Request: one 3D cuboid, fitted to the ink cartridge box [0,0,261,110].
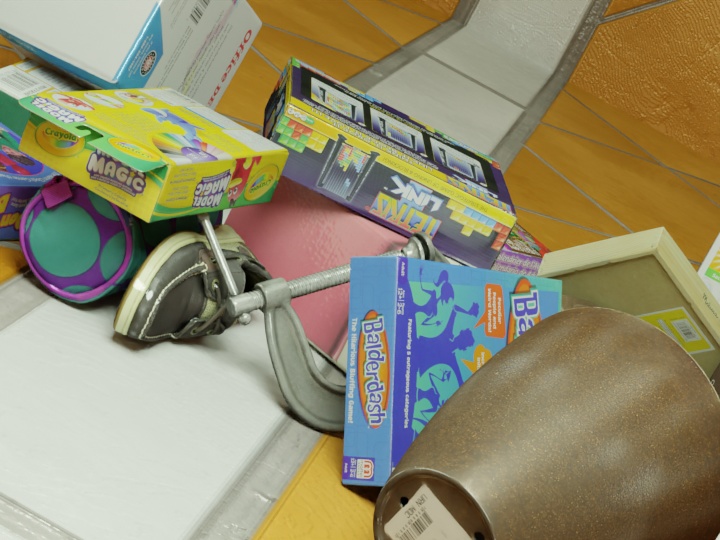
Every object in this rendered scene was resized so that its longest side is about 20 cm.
[{"bbox_3d":[-0.203,-0.219,1.653,0.146,0.147,0.200,27,-7,18],"label":"ink cartridge box"}]

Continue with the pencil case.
[{"bbox_3d":[-0.169,-0.037,1.371,0.085,0.093,0.200,-10,5,16],"label":"pencil case"}]

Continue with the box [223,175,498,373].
[{"bbox_3d":[0.000,0.000,1.501,0.200,0.109,0.128,37,18,32],"label":"box"}]

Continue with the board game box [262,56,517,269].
[{"bbox_3d":[0.020,-0.086,1.500,0.199,0.057,0.165,26,18,-9],"label":"board game box"}]

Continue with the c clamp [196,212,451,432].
[{"bbox_3d":[-0.003,0.024,1.339,0.199,0.027,0.172,-10,79,-29],"label":"c clamp"}]

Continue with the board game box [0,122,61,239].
[{"bbox_3d":[-0.306,-0.075,1.341,0.134,0.045,0.200,35,17,23],"label":"board game box"}]

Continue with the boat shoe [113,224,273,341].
[{"bbox_3d":[-0.111,0.013,1.341,0.065,0.073,0.200,31,21,9],"label":"boat shoe"}]

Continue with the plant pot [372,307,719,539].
[{"bbox_3d":[0.103,0.137,1.171,0.187,0.188,0.200,36,33,27],"label":"plant pot"}]

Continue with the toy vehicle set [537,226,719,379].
[{"bbox_3d":[0.256,0.050,1.633,0.200,0.124,0.027,50,47,-29],"label":"toy vehicle set"}]

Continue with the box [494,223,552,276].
[{"bbox_3d":[0.107,-0.050,1.963,0.136,0.039,0.200,12,22,-43],"label":"box"}]

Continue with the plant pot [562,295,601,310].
[{"bbox_3d":[0.185,0.084,1.579,0.200,0.093,0.201,25,16,-7],"label":"plant pot"}]

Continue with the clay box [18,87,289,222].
[{"bbox_3d":[-0.147,-0.082,1.306,0.115,0.048,0.200,28,18,20],"label":"clay box"}]

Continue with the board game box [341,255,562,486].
[{"bbox_3d":[0.068,0.074,1.311,0.045,0.153,0.200,-2,-5,38],"label":"board game box"}]

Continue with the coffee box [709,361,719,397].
[{"bbox_3d":[0.377,0.165,1.608,0.199,0.115,0.080,22,17,-16],"label":"coffee box"}]

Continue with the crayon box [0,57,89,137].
[{"bbox_3d":[-0.217,-0.102,1.563,0.199,0.052,0.126,28,16,2],"label":"crayon box"}]

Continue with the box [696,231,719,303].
[{"bbox_3d":[0.353,0.048,1.769,0.112,0.201,0.101,31,16,10],"label":"box"}]
